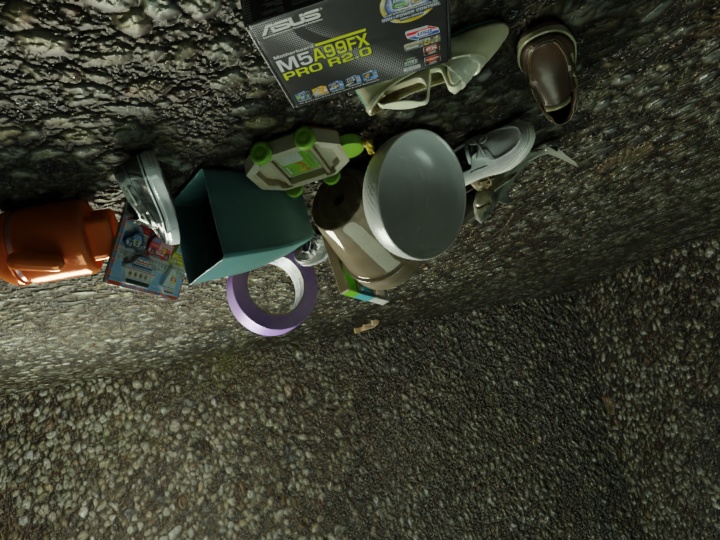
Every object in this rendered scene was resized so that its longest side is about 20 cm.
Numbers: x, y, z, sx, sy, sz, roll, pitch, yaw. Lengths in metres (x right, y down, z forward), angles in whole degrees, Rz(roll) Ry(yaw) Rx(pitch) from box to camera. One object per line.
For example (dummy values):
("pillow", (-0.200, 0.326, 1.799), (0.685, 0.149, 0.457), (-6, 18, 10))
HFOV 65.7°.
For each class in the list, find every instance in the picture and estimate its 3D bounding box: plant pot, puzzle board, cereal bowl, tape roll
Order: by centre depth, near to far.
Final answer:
("cereal bowl", (0.078, -0.119, 0.901), (0.196, 0.206, 0.082), (-2, -177, -36))
("puzzle board", (-0.339, -0.037, 0.933), (0.017, 0.155, 0.200), (11, 172, 16))
("plant pot", (-0.189, -0.076, 0.939), (0.197, 0.145, 0.140), (-8, 168, -43))
("plant pot", (0.009, -0.091, 1.002), (0.197, 0.205, 0.173), (-20, 147, 29))
("tape roll", (-0.197, 0.039, 1.250), (0.196, 0.205, 0.065), (-5, 166, -28))

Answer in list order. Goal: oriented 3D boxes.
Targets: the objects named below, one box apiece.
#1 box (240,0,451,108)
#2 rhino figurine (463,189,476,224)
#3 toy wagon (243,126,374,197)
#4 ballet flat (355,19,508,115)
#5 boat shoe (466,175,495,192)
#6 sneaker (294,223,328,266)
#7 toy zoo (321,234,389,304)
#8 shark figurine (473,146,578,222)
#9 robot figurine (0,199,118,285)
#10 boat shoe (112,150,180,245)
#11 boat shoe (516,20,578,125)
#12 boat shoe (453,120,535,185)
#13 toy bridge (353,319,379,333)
("box", (-0.005, -0.252, 0.581), (0.195, 0.045, 0.160), (-15, 167, 7))
("rhino figurine", (0.205, -0.129, 1.146), (0.086, 0.061, 0.199), (6, -148, 46))
("toy wagon", (-0.074, -0.172, 0.853), (0.195, 0.041, 0.155), (-17, 166, 9))
("ballet flat", (0.089, -0.238, 0.679), (0.195, 0.071, 0.069), (-16, 167, 11))
("boat shoe", (0.224, -0.181, 1.039), (0.198, 0.066, 0.070), (-24, 162, 41))
("sneaker", (-0.084, -0.079, 1.184), (0.081, 0.076, 0.199), (11, 142, -46))
("toy zoo", (0.000, 0.000, 1.158), (0.020, 0.134, 0.199), (-29, 157, 24))
("shark figurine", (0.298, -0.172, 1.080), (0.213, 0.129, 0.090), (-37, 124, 6))
("robot figurine", (-0.472, -0.042, 0.847), (0.195, 0.147, 0.117), (-10, 151, -8))
("boat shoe", (-0.316, -0.102, 0.828), (0.069, 0.073, 0.201), (-16, 152, -14))
("boat shoe", (0.263, -0.255, 0.749), (0.073, 0.077, 0.201), (-18, 165, 25))
("boat shoe", (0.202, -0.200, 0.957), (0.067, 0.074, 0.198), (0, 171, -41))
("toy bridge", (0.042, 0.285, 2.854), (0.066, 0.028, 0.199), (-7, 165, -34))
